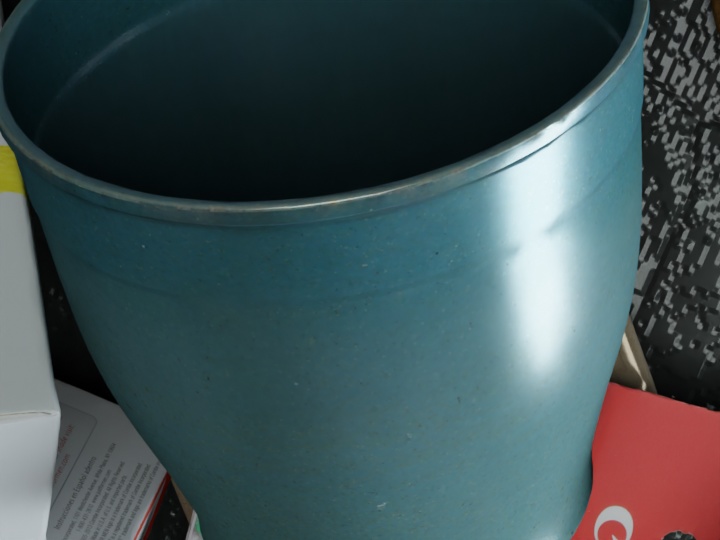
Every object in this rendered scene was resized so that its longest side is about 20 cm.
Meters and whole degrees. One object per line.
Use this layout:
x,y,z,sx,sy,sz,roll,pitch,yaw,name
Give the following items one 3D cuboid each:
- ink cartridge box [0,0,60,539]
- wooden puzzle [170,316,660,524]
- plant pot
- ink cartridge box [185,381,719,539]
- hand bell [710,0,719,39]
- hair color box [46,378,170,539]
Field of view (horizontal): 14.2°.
-0.152,-0.015,0.949,0.083,0.145,0.201,-6,69,-10,ink cartridge box
-0.004,-0.002,1.074,0.184,0.037,0.201,-20,99,7,wooden puzzle
0.000,0.000,0.913,0.199,0.200,0.189,-8,125,4,plant pot
0.036,0.109,1.051,0.199,0.050,0.162,16,102,3,ink cartridge box
0.124,-0.136,1.016,0.104,0.104,0.201,-21,115,7,hand bell
-0.177,0.073,1.043,0.199,0.111,0.064,24,128,1,hair color box
